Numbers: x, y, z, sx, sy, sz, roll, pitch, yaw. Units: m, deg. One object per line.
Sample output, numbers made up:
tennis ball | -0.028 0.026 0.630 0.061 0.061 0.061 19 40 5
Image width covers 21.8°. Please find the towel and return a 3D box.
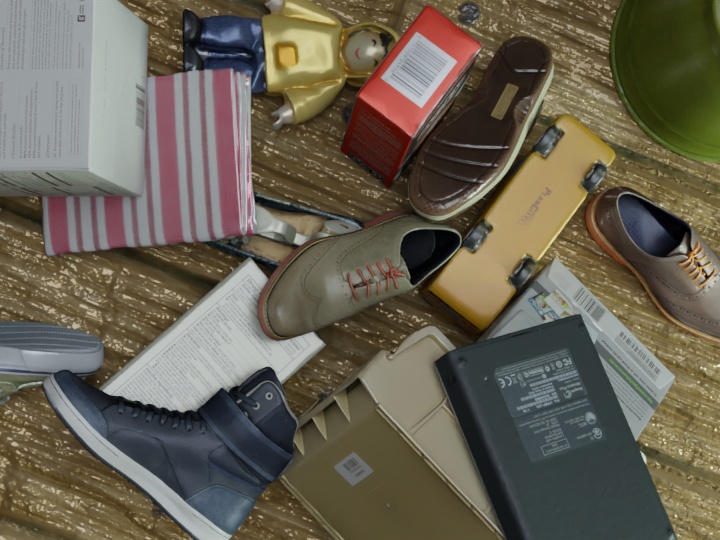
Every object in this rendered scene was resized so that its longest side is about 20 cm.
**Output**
towel | -0.185 -0.091 1.603 0.200 0.030 0.147 -5 82 18

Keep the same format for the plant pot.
plant pot | 0.343 -0.209 1.641 0.200 0.193 0.201 1 84 -9

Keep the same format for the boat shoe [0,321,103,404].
boat shoe | -0.318 0.083 1.587 0.200 0.072 0.062 1 109 -5

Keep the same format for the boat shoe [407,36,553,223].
boat shoe | 0.110 -0.111 1.644 0.075 0.075 0.202 31 66 17

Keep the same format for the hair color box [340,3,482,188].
hair color box | 0.040 -0.144 1.584 0.061 0.200 0.102 37 81 1

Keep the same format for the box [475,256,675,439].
box | 0.175 0.094 1.599 0.156 0.041 0.200 44 36 0

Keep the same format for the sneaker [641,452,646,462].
sneaker | 0.164 0.141 1.650 0.200 0.078 0.099 38 59 1

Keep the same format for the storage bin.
storage bin | 0.047 0.167 1.547 0.199 0.200 0.094 47 55 -1

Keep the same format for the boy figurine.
boy figurine | -0.058 -0.185 1.646 0.200 0.064 0.125 3 81 -5

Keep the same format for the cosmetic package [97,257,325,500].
cosmetic package | -0.139 0.093 1.601 0.200 0.073 0.104 -40 92 -10

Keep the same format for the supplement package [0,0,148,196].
supplement package | -0.292 -0.144 1.536 0.200 0.151 0.152 0 84 10

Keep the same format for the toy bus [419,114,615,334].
toy bus | 0.139 -0.041 1.652 0.065 0.078 0.200 38 81 -3

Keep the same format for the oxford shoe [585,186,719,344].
oxford shoe | 0.289 0.000 1.672 0.200 0.073 0.071 37 80 -4

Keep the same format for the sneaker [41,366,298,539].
sneaker | -0.144 0.113 1.516 0.202 0.077 0.146 41 92 -14

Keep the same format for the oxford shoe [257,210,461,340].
oxford shoe | 0.000 0.000 1.574 0.200 0.075 0.071 -33 112 -33

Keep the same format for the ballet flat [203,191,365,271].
ballet flat | -0.056 -0.026 1.628 0.200 0.074 0.074 13 83 -7

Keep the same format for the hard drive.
hard drive | 0.155 0.144 1.472 0.139 0.033 0.200 -14 74 -32
